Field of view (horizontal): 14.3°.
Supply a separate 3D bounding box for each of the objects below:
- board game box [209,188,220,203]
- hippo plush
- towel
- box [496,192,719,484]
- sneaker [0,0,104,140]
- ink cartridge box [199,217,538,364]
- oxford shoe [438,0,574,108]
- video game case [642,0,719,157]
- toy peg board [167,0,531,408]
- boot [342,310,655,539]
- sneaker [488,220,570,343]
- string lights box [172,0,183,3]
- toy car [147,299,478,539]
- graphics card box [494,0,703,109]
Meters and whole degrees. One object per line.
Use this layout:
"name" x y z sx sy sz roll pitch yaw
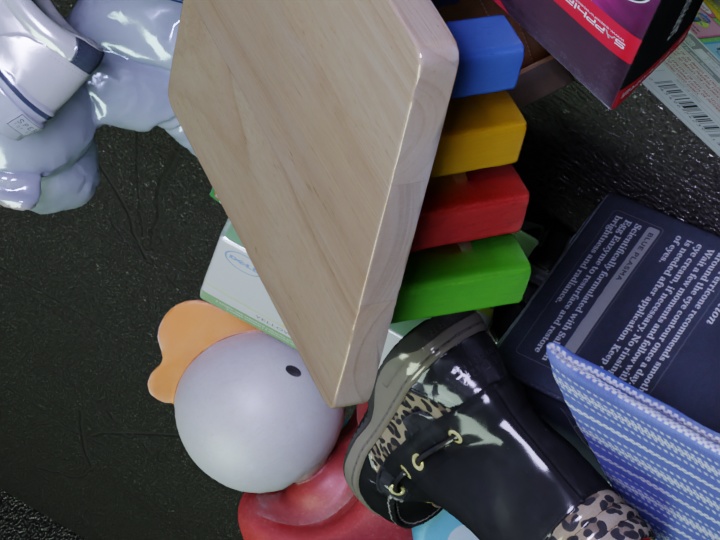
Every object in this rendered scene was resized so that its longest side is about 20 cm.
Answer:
"board game box" 0.006 -0.016 1.719 0.200 0.037 0.151 35 165 0
"hippo plush" -0.125 -0.084 1.481 0.160 0.161 0.200 52 170 12
"towel" 0.169 0.112 1.331 0.144 0.024 0.200 28 161 35
"box" 0.199 0.087 1.435 0.199 0.118 0.197 25 161 37
"sneaker" -0.195 -0.160 1.413 0.200 0.071 0.073 55 -173 9
"ink cartridge box" 0.000 0.000 1.460 0.145 0.048 0.200 29 161 0
"oxford shoe" 0.037 -0.106 1.341 0.072 0.071 0.200 65 160 -7
"video game case" 0.146 -0.103 1.149 0.200 0.022 0.182 42 165 -19
"toy peg board" 0.009 -0.087 1.204 0.200 0.097 0.200 105 146 -44
"boot" 0.068 0.115 1.410 0.151 0.073 0.200 48 155 18
"sneaker" 0.078 0.005 1.570 0.200 0.078 0.090 41 174 4
"string lights box" -0.119 -0.179 1.330 0.199 0.059 0.103 16 163 5
"toy car" -0.025 0.081 1.598 0.200 0.177 0.185 47 -163 -24
"graphics card box" 0.078 -0.149 1.031 0.125 0.051 0.200 45 161 9
